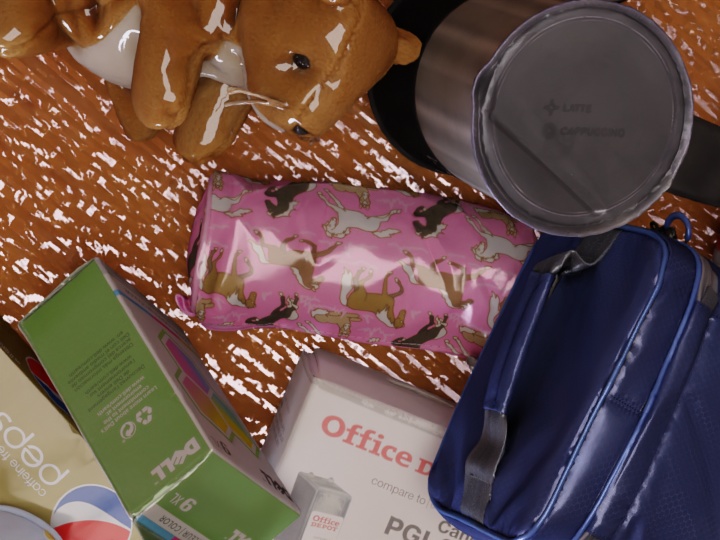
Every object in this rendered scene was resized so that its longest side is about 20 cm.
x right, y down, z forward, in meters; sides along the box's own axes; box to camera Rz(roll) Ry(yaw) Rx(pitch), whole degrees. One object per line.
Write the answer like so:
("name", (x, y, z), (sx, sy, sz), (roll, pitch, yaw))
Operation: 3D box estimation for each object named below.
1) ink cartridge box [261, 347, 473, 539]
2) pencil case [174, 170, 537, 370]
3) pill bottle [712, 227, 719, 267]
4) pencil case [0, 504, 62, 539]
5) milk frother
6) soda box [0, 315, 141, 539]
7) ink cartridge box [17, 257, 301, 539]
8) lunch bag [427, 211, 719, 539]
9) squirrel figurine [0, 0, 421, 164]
("ink cartridge box", (-0.001, 0.165, 1.324), (0.145, 0.085, 0.201), (22, 96, -8))
("pencil case", (0.000, 0.000, 1.297), (0.198, 0.087, 0.083), (9, 141, -6))
("pill bottle", (0.257, -0.030, 1.294), (0.110, 0.111, 0.202), (14, 98, -7))
("pencil case", (-0.210, 0.224, 1.287), (0.082, 0.091, 0.201), (-4, 127, -25))
("milk frother", (0.114, -0.133, 1.223), (0.179, 0.188, 0.202), (0, 102, -17))
("soda box", (-0.169, 0.112, 1.309), (0.064, 0.068, 0.200), (-40, 100, 3))
("ink cartridge box", (-0.095, 0.096, 1.239), (0.059, 0.200, 0.104), (-39, 145, 5))
("lunch bag", (0.130, 0.065, 1.216), (0.132, 0.136, 0.201), (27, 84, -28))
("squirrel figurine", (-0.057, -0.154, 1.211), (0.185, 0.141, 0.201), (10, 70, 35))
